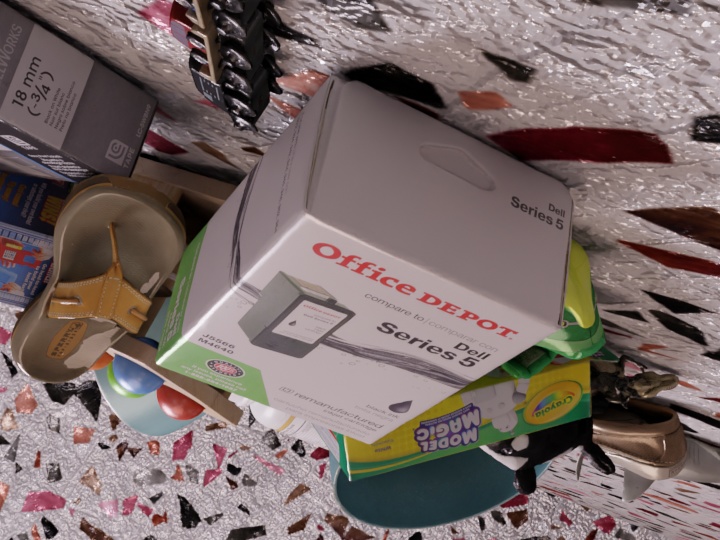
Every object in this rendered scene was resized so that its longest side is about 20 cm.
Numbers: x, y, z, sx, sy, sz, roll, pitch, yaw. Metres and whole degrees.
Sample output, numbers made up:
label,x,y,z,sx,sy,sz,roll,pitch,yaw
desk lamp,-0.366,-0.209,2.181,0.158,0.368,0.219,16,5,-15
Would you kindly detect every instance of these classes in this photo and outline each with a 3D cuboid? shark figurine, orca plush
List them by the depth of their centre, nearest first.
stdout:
label,x,y,z,sx,sy,sz,roll,pitch,yaw
orca plush,0.157,0.119,0.898,0.071,0.106,0.200,-10,149,32
shark figurine,0.290,0.207,1.291,0.128,0.090,0.214,29,165,-34

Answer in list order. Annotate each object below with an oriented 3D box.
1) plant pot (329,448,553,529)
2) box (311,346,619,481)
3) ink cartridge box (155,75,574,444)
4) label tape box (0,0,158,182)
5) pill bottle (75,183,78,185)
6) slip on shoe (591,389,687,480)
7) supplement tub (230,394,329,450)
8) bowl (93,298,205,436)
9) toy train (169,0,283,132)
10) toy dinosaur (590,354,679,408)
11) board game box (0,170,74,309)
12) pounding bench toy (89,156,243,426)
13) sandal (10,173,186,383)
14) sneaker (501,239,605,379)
label,x,y,z,sx,sy,sz,roll,pitch,yaw
plant pot,0.060,0.113,1.037,0.199,0.135,0.201,-10,140,-8
box,0.065,0.073,0.808,0.199,0.049,0.117,-14,-156,-15
ink cartridge box,-0.003,0.006,0.636,0.145,0.084,0.200,23,147,-19
label tape box,-0.238,-0.119,0.683,0.144,0.064,0.200,9,165,44
pill bottle,-0.277,-0.023,1.100,0.114,0.115,0.200,16,169,22
slip on shoe,0.221,0.138,1.152,0.199,0.076,0.061,22,133,41
supplement tub,-0.024,0.103,1.184,0.199,0.145,0.144,23,169,-14
bowl,-0.179,0.067,1.245,0.104,0.202,0.201,-10,155,29
toy train,-0.059,-0.105,0.512,0.046,0.034,0.200,32,171,2
toy dinosaur,0.168,0.066,0.919,0.199,0.048,0.088,26,175,-13
board game box,-0.256,-0.047,0.812,0.199,0.062,0.200,25,-156,-16
pounding bench toy,-0.166,0.012,0.908,0.199,0.157,0.124,18,163,35
sandal,-0.166,0.019,0.743,0.080,0.054,0.200,16,133,-26
sneaker,0.080,0.030,0.751,0.084,0.074,0.200,65,159,-8
